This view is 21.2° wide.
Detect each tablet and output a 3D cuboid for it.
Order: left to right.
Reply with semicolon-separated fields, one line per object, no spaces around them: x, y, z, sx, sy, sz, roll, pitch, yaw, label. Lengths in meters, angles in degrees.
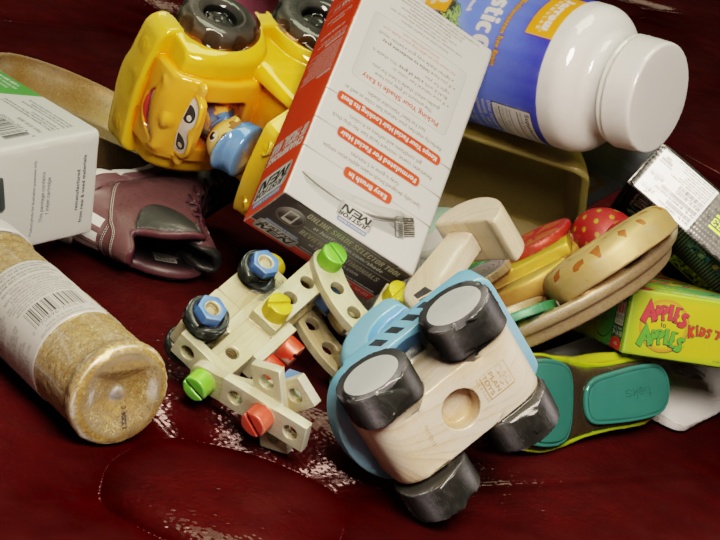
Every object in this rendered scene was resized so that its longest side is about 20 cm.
0.233;0.075;1.491;0.130;0.014;0.200;25;22;28;tablet

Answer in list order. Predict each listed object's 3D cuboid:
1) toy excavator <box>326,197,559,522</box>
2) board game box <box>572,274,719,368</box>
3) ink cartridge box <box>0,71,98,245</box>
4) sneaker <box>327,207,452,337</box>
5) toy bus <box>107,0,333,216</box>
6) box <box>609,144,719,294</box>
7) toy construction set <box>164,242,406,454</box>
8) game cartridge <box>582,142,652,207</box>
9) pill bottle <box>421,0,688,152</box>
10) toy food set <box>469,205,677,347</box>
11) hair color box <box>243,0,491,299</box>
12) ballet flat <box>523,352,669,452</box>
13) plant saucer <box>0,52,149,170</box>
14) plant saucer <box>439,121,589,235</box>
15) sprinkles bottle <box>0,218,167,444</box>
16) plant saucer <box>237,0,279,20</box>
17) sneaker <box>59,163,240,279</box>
0.048;0.037;1.206;0.194;0.100;0.200;-38;27;-11;toy excavator
0.210;0.030;1.435;0.101;0.048;0.200;8;5;-13;board game box
-0.305;-0.070;1.340;0.199;0.083;0.146;-15;34;-40;ink cartridge box
0.000;0.000;1.454;0.118;0.074;0.200;9;21;29;sneaker
-0.059;-0.096;1.413;0.199;0.136;0.192;-3;45;-35;toy bus
0.277;-0.001;1.452;0.200;0.048;0.193;42;-7;5;box
-0.046;0.052;1.242;0.131;0.092;0.200;43;31;5;toy construction set
0.144;-0.099;1.597;0.133;0.042;0.200;26;-23;-15;game cartridge
0.138;-0.153;1.435;0.199;0.113;0.112;20;18;36;pill bottle
0.128;0.006;1.344;0.197;0.049;0.200;-26;9;8;toy food set
0.007;-0.095;1.341;0.111;0.064;0.201;33;57;-19;hair color box
0.131;0.087;1.319;0.067;0.067;0.199;3;2;45;ballet flat
-0.216;-0.115;1.576;0.200;0.036;0.200;27;11;-6;plant saucer
0.096;-0.078;1.581;0.199;0.049;0.200;19;-25;12;plant saucer
-0.197;0.034;1.191;0.068;0.069;0.200;-1;24;-39;sprinkles bottle
-0.090;-0.169;1.648;0.051;0.201;0.200;0;23;-35;plant saucer
-0.128;-0.036;1.462;0.115;0.076;0.200;33;35;31;sneaker
